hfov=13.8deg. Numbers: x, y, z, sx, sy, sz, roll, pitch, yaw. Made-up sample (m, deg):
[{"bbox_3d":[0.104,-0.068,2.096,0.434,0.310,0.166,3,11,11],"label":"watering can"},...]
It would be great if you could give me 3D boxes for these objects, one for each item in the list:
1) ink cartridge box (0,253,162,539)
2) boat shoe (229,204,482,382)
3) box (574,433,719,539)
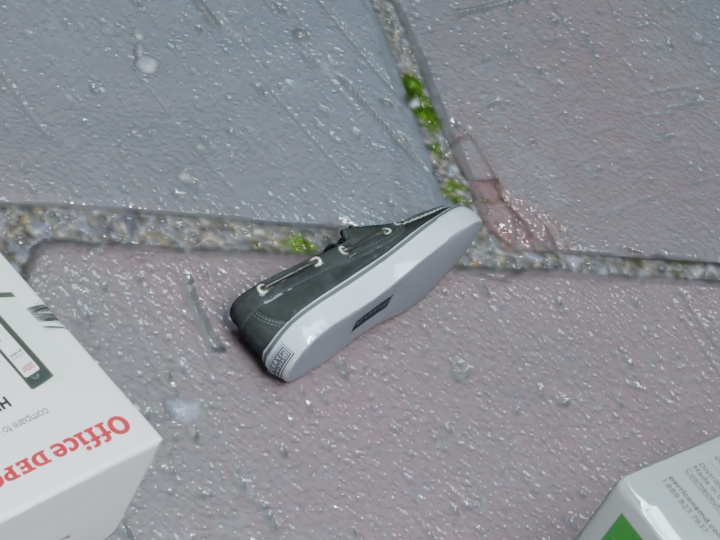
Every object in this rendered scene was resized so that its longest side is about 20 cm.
[{"bbox_3d":[-0.227,0.070,1.611,0.200,0.084,0.146,46,43,18],"label":"ink cartridge box"},{"bbox_3d":[0.000,0.000,1.828,0.057,0.069,0.200,43,45,14],"label":"boat shoe"},{"bbox_3d":[0.229,0.211,1.675,0.200,0.171,0.199,-18,60,-40],"label":"box"}]
